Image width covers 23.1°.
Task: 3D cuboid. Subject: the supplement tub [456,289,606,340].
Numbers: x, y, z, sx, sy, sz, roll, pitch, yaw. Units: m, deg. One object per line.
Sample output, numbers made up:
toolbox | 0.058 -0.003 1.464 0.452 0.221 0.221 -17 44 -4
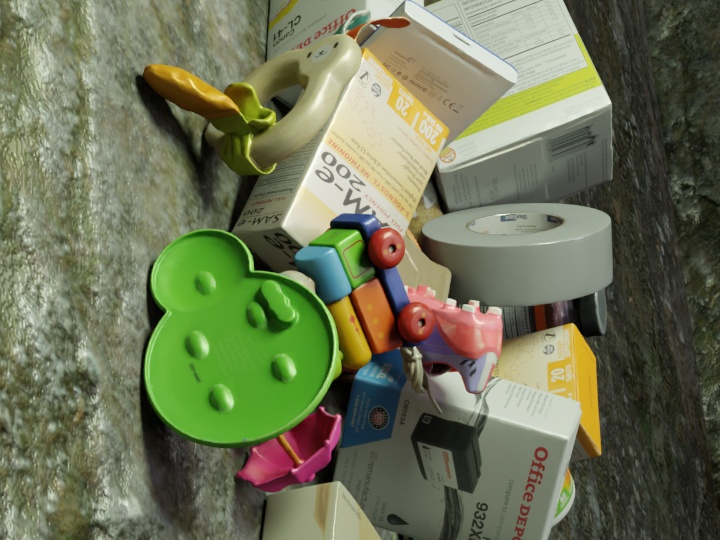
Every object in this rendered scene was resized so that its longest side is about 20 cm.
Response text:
supplement tub | 0.172 0.044 1.968 0.107 0.199 0.107 -4 90 -75

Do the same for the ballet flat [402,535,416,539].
ballet flat | 0.080 0.302 1.772 0.075 0.068 0.201 59 19 -80

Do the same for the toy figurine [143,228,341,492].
toy figurine | -0.085 0.093 1.400 0.200 0.150 0.184 60 -7 33

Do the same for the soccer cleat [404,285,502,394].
soccer cleat | 0.055 0.055 1.558 0.066 0.200 0.077 9 93 -34

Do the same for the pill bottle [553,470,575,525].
pill bottle | 0.161 0.197 1.987 0.111 0.111 0.200 -80 150 -49

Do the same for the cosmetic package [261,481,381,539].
cosmetic package | -0.035 0.285 1.436 0.105 0.071 0.201 57 27 -43

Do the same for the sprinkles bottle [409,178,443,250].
sprinkles bottle | 0.038 -0.113 1.914 0.068 0.068 0.201 -64 138 -61

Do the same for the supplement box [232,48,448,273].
supplement box | -0.014 -0.080 1.574 0.126 0.073 0.201 41 60 -32

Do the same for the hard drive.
hard drive | 0.035 -0.158 1.668 0.132 0.200 0.025 29 43 -22

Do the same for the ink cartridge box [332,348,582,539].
ink cartridge box | 0.085 0.170 1.592 0.084 0.199 0.146 -52 155 -66

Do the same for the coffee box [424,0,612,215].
coffee box | 0.153 -0.186 1.964 0.200 0.199 0.198 72 -4 -67

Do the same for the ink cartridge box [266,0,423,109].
ink cartridge box | -0.015 -0.266 1.728 0.085 0.147 0.201 32 44 -34

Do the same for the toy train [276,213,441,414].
toy train | -0.002 0.064 1.468 0.116 0.085 0.201 -33 112 -30

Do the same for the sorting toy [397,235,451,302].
sorting toy | 0.000 0.000 1.699 0.200 0.036 0.185 41 34 -20

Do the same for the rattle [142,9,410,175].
rattle | -0.071 -0.190 1.489 0.143 0.200 0.130 46 1 -18

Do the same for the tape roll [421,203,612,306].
tape roll | 0.165 -0.019 1.855 0.200 0.199 0.066 -42 129 -68

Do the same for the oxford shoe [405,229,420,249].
oxford shoe | 0.009 -0.034 1.807 0.073 0.071 0.201 -17 90 -50

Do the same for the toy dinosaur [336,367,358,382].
toy dinosaur | 0.035 0.091 1.740 0.200 0.105 0.182 53 15 -33

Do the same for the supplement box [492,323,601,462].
supplement box | 0.144 0.145 1.836 0.074 0.199 0.126 52 30 -44
